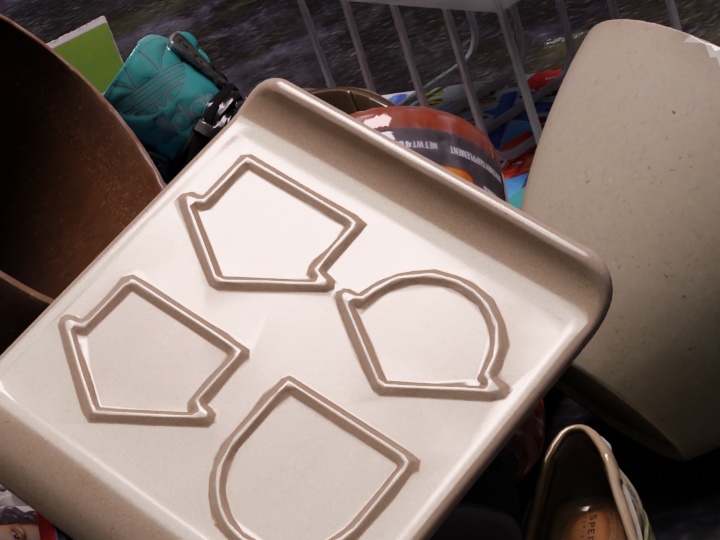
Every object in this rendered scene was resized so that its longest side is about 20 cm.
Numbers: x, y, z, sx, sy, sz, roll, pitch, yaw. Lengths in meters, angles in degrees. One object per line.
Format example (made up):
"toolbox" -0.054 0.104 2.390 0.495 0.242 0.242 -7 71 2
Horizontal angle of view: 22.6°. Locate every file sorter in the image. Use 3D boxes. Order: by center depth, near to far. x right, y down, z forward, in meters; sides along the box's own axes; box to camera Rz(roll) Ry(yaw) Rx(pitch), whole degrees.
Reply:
"file sorter" 0.076 -0.149 1.088 0.139 0.125 0.200 -35 30 -29

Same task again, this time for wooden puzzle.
"wooden puzzle" -0.029 0.040 0.698 0.185 0.046 0.200 31 70 26

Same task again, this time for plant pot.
"plant pot" -0.215 0.006 0.825 0.200 0.187 0.187 -41 18 23

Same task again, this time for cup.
"cup" 0.149 0.002 0.838 0.144 0.200 0.200 -55 34 -6

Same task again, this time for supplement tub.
"supplement tub" 0.023 0.033 0.785 0.106 0.107 0.201 -14 54 10

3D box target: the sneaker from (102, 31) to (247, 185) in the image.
"sneaker" -0.077 -0.072 0.963 0.084 0.121 0.200 -57 25 -7

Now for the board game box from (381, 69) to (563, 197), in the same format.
"board game box" 0.032 -0.049 1.130 0.199 0.056 0.196 -6 28 24

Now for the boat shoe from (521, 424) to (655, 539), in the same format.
"boat shoe" 0.084 0.141 0.717 0.073 0.063 0.200 -12 27 12

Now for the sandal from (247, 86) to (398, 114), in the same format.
"sandal" -0.016 -0.069 1.074 0.054 0.082 0.200 -10 10 -36

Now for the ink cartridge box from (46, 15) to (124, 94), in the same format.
"ink cartridge box" -0.192 -0.038 1.090 0.147 0.201 0.076 -31 28 -25

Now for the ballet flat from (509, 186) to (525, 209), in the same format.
"ballet flat" 0.078 0.030 0.934 0.069 0.070 0.200 -4 33 28

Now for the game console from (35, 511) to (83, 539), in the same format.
"game console" -0.046 0.118 0.733 0.176 0.031 0.200 12 32 -25

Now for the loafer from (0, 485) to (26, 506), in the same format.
"loafer" -0.228 0.094 1.014 0.070 0.070 0.200 -31 46 -19

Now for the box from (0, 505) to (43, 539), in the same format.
"box" -0.109 0.137 0.735 0.199 0.050 0.075 4 39 -37
